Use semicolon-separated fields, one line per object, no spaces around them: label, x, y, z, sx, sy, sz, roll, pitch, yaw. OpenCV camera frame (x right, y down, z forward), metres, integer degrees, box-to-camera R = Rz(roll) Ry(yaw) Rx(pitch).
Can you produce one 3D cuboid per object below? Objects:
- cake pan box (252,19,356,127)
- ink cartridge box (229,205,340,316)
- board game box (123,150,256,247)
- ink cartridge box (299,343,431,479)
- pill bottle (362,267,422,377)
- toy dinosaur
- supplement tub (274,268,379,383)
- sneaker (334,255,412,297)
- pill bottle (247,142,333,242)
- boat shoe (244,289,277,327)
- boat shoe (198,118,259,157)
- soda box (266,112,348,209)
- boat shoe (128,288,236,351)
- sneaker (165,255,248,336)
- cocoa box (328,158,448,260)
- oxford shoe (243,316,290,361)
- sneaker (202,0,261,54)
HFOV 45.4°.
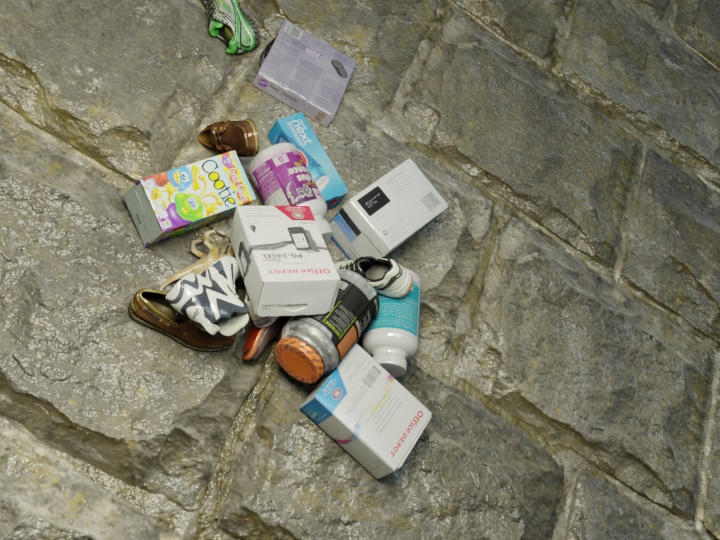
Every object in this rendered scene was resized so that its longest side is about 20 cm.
cake pan box;-0.123;-0.435;1.885;0.199;0.052;0.185;27;54;-14
ink cartridge box;-0.135;-0.020;1.512;0.144;0.084;0.201;-2;44;-25
board game box;-0.312;-0.133;1.581;0.199;0.103;0.106;-25;90;-35
ink cartridge box;0.012;0.259;1.577;0.200;0.085;0.145;42;53;-2
pill bottle;0.061;0.101;1.668;0.110;0.111;0.201;18;58;-19
toy dinosaur;-0.275;-0.017;1.579;0.199;0.058;0.102;-6;69;-31
supplement tub;-0.062;0.101;1.560;0.122;0.123;0.200;43;53;-3
sneaker;0.000;0.000;1.638;0.088;0.199;0.076;44;53;-50
pill bottle;-0.133;-0.140;1.687;0.112;0.112;0.201;-21;76;-35
boat shoe;-0.173;0.017;1.568;0.201;0.070;0.070;-79;147;-54
boat shoe;-0.251;-0.250;1.644;0.067;0.200;0.073;-14;106;-27
soda box;-0.109;-0.221;1.772;0.068;0.064;0.201;-24;78;-35
boat shoe;-0.304;0.087;1.503;0.199;0.068;0.072;18;58;-20
sneaker;-0.233;0.055;1.477;0.130;0.079;0.199;47;18;4
cocoa box;0.052;-0.109;1.759;0.134;0.131;0.200;50;53;3
oxford shoe;-0.147;0.097;1.585;0.072;0.071;0.201;40;54;-12
sneaker;-0.297;-0.551;1.832;0.085;0.078;0.201;-32;84;-36
